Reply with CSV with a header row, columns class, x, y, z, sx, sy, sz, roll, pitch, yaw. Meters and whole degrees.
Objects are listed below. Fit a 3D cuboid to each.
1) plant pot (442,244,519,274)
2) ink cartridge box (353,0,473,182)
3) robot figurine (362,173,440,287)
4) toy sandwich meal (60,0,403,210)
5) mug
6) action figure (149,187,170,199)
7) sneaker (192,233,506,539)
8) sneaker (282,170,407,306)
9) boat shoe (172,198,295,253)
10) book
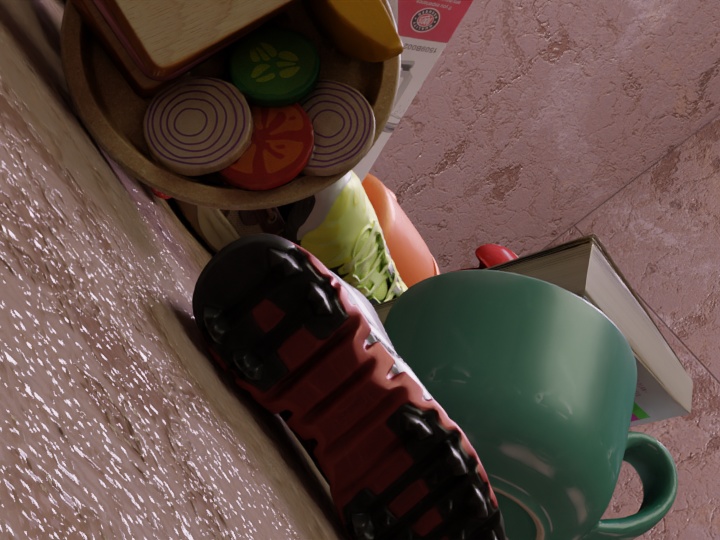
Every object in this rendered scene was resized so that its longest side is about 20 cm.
class,x,y,z,sx,sy,sz,roll,pitch,yaw
plant pot,0.106,0.088,1.306,0.201,0.182,0.200,51,3,-4
ink cartridge box,-0.034,-0.143,0.965,0.145,0.201,0.083,1,43,-39
robot figurine,-0.003,-0.004,1.136,0.144,0.116,0.200,56,2,39
toy sandwich meal,-0.068,-0.133,0.752,0.206,0.204,0.070,54,-19,9
mug,0.087,0.095,0.803,0.153,0.182,0.115,83,22,-50
action figure,-0.082,-0.136,0.822,0.065,0.203,0.052,18,-8,0
sneaker,0.000,0.067,0.671,0.201,0.071,0.098,53,4,-4
sneaker,0.000,0.000,0.938,0.076,0.076,0.201,25,-25,21
boat shoe,-0.059,-0.031,0.938,0.072,0.072,0.200,55,2,30
book,0.088,0.063,0.892,0.134,0.198,0.048,48,41,-31
